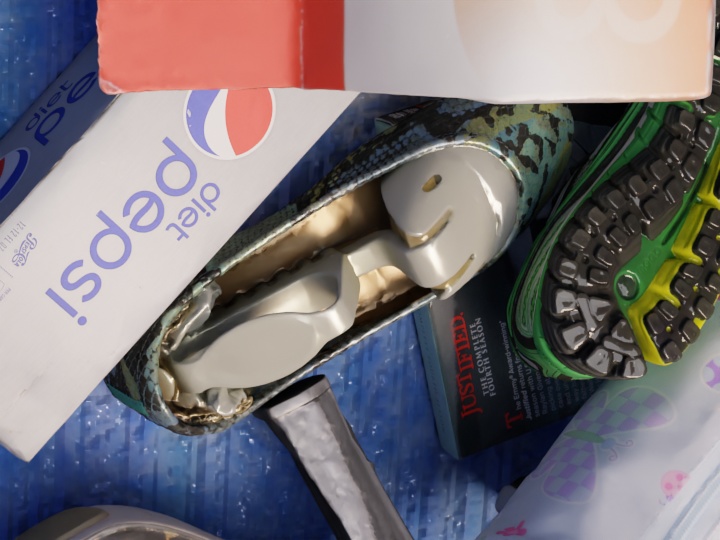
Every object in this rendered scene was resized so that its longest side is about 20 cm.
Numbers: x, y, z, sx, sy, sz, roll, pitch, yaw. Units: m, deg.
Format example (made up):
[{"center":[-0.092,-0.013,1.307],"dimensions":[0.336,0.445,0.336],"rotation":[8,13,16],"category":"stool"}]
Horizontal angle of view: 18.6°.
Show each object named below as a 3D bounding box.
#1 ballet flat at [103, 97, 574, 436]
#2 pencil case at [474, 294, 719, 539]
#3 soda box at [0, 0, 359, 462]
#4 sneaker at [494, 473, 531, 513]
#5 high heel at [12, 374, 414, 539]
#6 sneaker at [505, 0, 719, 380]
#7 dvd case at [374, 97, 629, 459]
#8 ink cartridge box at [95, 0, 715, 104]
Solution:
[{"center":[0.000,0.000,0.794],"dimensions":[0.200,0.074,0.074],"rotation":[-33,117,-3],"category":"ballet flat"},{"center":[0.129,0.065,0.817],"dimensions":[0.200,0.091,0.083],"rotation":[-46,118,-20],"category":"pencil case"},{"center":[-0.080,-0.035,0.762],"dimensions":[0.200,0.063,0.068],"rotation":[-49,118,-4],"category":"soda box"},{"center":[0.146,0.073,0.904],"dimensions":[0.200,0.071,0.099],"rotation":[9,98,-31],"category":"sneaker"},{"center":[-0.063,0.146,0.800],"dimensions":[0.200,0.071,0.143],"rotation":[-29,98,-8],"category":"high heel"},{"center":[0.117,-0.043,0.829],"dimensions":[0.078,0.085,0.200],"rotation":[45,70,-11],"category":"sneaker"},{"center":[0.110,-0.023,0.880],"dimensions":[0.200,0.022,0.146],"rotation":[-21,114,-19],"category":"dvd case"},{"center":[0.016,-0.135,0.701],"dimensions":[0.200,0.050,0.163],"rotation":[-2,101,-12],"category":"ink cartridge box"}]
